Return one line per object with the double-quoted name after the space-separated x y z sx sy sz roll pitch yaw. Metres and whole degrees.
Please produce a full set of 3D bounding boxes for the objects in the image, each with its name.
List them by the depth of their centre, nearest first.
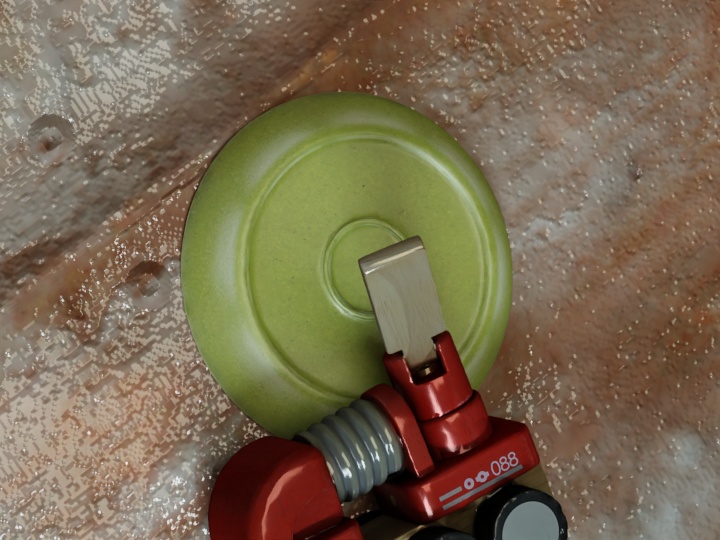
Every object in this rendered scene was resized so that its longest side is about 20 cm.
0.003 0.089 1.357 0.175 0.129 0.201 -26 103 -21 "toy fire truck"
0.000 0.000 1.429 0.199 0.031 0.202 2 85 -22 "plant saucer"
